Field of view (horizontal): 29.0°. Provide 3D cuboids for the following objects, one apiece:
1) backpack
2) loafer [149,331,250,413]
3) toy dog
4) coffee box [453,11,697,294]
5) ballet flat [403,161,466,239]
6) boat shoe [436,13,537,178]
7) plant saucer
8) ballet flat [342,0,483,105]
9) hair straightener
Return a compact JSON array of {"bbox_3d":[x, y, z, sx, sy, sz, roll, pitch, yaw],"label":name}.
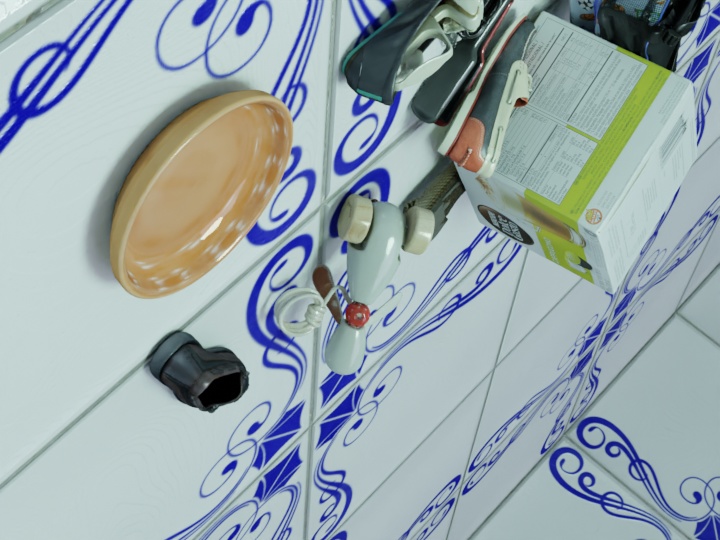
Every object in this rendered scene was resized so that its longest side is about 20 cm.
[{"bbox_3d":[0.323,-0.320,1.556,0.192,0.153,0.200,-57,167,-7],"label":"backpack"},{"bbox_3d":[-0.149,0.115,1.393,0.072,0.063,0.200,-50,161,-2],"label":"loafer"},{"bbox_3d":[0.000,0.000,1.492,0.201,0.131,0.096,-51,-160,11],"label":"toy dog"},{"bbox_3d":[0.244,-0.130,1.572,0.201,0.196,0.200,-56,157,-10],"label":"coffee box"},{"bbox_3d":[0.112,-0.113,1.625,0.201,0.046,0.068,-51,153,-20],"label":"ballet flat"},{"bbox_3d":[0.147,-0.186,1.470,0.201,0.062,0.071,-62,-179,-29],"label":"boat shoe"},{"bbox_3d":[-0.135,-0.067,1.145,0.200,0.037,0.201,-43,159,-21],"label":"plant saucer"},{"bbox_3d":[0.069,-0.228,1.275,0.200,0.073,0.073,-48,161,-12],"label":"ballet flat"},{"bbox_3d":[0.115,-0.233,1.403,0.201,0.041,0.077,-53,161,20],"label":"hair straightener"}]
